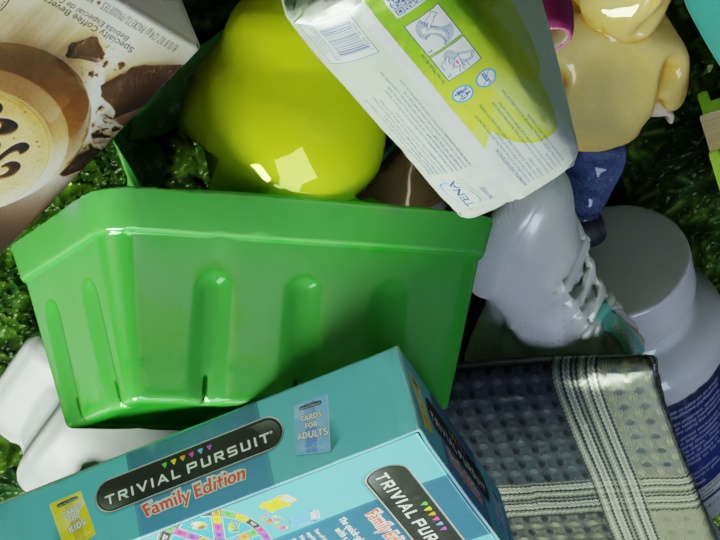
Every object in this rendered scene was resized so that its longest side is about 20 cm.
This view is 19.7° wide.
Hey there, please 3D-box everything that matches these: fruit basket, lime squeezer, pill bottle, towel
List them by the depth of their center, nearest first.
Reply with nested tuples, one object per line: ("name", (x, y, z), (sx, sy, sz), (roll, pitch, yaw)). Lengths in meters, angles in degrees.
("fruit basket", (-0.047, -0.030, 0.963), (0.215, 0.217, 0.155), (5, 167, -26))
("lime squeezer", (-0.096, -0.069, 1.027), (0.071, 0.038, 0.200), (-23, 148, -49))
("towel", (0.091, 0.118, 1.105), (0.192, 0.035, 0.200), (-6, 130, 22))
("pill bottle", (0.159, 0.058, 1.195), (0.111, 0.111, 0.200), (-20, 138, -2))

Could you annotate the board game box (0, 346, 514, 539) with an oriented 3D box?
("board game box", (-0.044, 0.122, 0.953), (0.199, 0.047, 0.151), (-22, 144, 9))

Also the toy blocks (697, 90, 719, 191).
("toy blocks", (0.257, -0.062, 1.080), (0.136, 0.100, 0.200), (-18, 166, 13))

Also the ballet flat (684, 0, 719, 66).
("ballet flat", (0.170, -0.155, 0.951), (0.074, 0.074, 0.200), (-36, 93, 14))

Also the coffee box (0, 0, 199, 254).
("coffee box", (-0.185, -0.079, 0.937), (0.200, 0.080, 0.113), (-43, 134, 21))

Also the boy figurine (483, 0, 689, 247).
("boy figurine", (0.110, -0.099, 1.053), (0.124, 0.065, 0.201), (-4, 134, -18))

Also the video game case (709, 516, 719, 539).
("video game case", (0.126, 0.182, 1.205), (0.199, 0.024, 0.182), (-12, 135, 30))

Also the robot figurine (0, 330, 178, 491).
("robot figurine", (-0.100, 0.104, 1.093), (0.200, 0.170, 0.113), (38, 122, 0))

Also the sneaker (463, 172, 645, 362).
("sneaker", (0.104, 0.015, 1.047), (0.075, 0.088, 0.200), (-54, 161, -24))

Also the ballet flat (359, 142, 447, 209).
("ballet flat", (0.000, 0.000, 1.101), (0.200, 0.063, 0.069), (-46, 168, 28))

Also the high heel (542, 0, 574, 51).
("high heel", (0.020, -0.084, 1.005), (0.200, 0.096, 0.067), (-39, 135, 17))

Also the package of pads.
("package of pads", (0.020, -0.138, 0.874), (0.068, 0.201, 0.155), (-25, 139, 19))
